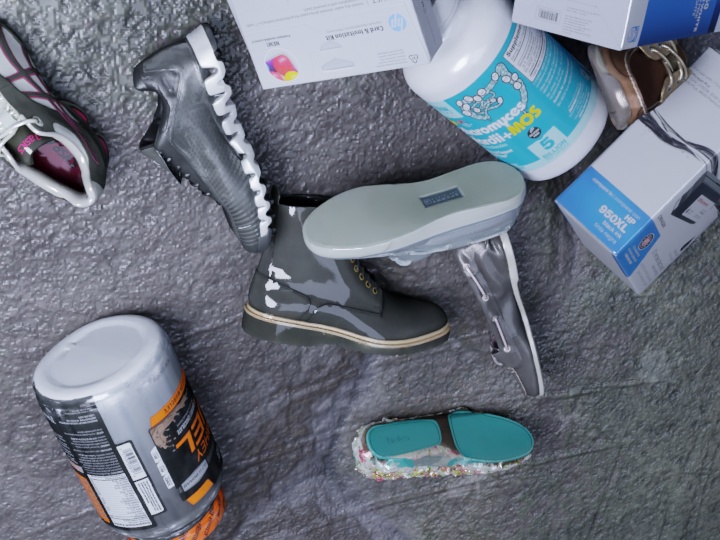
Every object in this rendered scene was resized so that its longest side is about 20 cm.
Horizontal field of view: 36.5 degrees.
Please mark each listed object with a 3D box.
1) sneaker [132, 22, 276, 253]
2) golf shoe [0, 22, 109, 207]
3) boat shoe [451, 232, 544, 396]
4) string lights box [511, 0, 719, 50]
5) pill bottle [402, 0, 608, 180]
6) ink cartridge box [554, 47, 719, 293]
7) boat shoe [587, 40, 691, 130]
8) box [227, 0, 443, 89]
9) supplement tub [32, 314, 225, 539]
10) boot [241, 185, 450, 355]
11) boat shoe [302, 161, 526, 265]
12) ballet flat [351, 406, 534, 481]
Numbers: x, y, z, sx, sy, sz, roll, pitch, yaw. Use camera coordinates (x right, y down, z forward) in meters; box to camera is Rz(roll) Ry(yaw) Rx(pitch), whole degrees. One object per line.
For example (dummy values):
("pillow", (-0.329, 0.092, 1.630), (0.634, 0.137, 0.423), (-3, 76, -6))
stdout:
("sneaker", (-0.133, -0.098, 0.905), (0.090, 0.066, 0.200), (-20, 117, -7))
("golf shoe", (-0.266, -0.127, 0.824), (0.077, 0.088, 0.200), (-44, 121, 6))
("boat shoe", (0.137, 0.044, 1.086), (0.057, 0.067, 0.200), (-15, 117, 5))
("string lights box", (0.225, -0.230, 0.905), (0.200, 0.103, 0.059), (-21, 126, -46))
("pill bottle", (0.113, -0.170, 0.935), (0.200, 0.111, 0.111), (33, 100, -31))
("ink cartridge box", (0.295, -0.090, 1.031), (0.200, 0.084, 0.145), (-46, 153, 5))
("boat shoe", (0.242, -0.176, 0.935), (0.072, 0.200, 0.076), (-19, 107, 23))
("box", (-0.039, -0.242, 0.827), (0.156, 0.041, 0.200), (-4, 125, 28))
("supplement tub", (-0.197, 0.150, 0.970), (0.122, 0.123, 0.200), (-23, 122, -9))
("boot", (0.000, 0.000, 1.003), (0.200, 0.077, 0.139), (3, 109, -24))
("boat shoe", (0.050, -0.036, 0.957), (0.201, 0.070, 0.072), (-14, 141, -9))
("ballet flat", (0.081, 0.185, 1.140), (0.200, 0.076, 0.064), (4, 145, -18))
